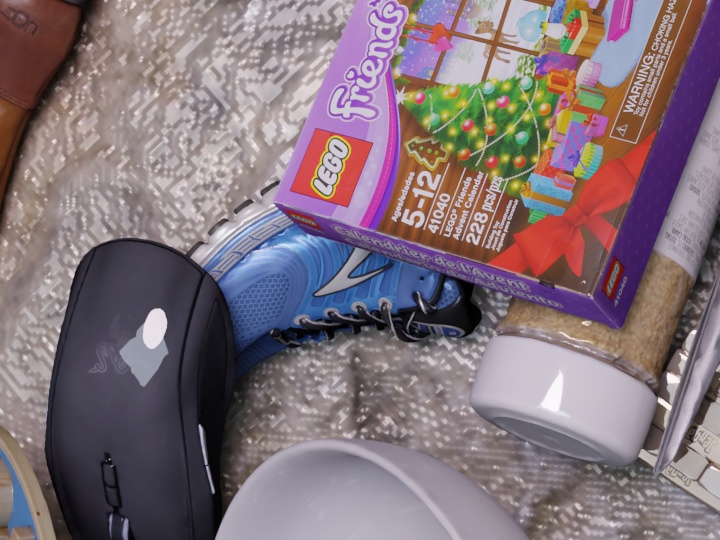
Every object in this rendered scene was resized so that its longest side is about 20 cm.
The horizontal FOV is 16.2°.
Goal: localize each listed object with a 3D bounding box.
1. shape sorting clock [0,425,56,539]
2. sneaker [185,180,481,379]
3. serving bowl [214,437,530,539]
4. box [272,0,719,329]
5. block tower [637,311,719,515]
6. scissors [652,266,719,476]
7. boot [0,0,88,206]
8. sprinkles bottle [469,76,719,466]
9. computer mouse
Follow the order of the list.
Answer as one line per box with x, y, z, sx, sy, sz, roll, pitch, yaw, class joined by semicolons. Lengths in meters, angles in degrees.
-0.152;0.160;0.993;0.039;0.200;0.201;5;91;-28;shape sorting clock
0.000;0.000;1.004;0.200;0.079;0.089;-37;80;10;sneaker
0.022;0.158;0.916;0.200;0.066;0.201;10;103;53;serving bowl
0.067;-0.091;0.939;0.136;0.039;0.201;16;77;28;box
0.175;0.001;0.975;0.054;0.058;0.201;34;98;11;block tower
0.144;-0.023;0.937;0.073;0.014;0.200;37;90;5;scissors
-0.218;-0.087;1.074;0.187;0.068;0.201;23;102;4;boot
0.105;-0.029;0.960;0.068;0.068;0.201;19;78;12;sprinkles bottle
-0.065;0.092;0.992;0.140;0.046;0.201;18;120;14;computer mouse
